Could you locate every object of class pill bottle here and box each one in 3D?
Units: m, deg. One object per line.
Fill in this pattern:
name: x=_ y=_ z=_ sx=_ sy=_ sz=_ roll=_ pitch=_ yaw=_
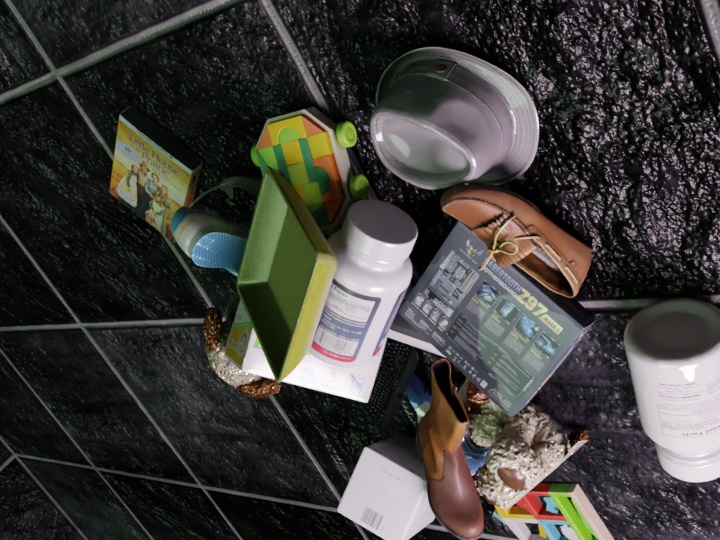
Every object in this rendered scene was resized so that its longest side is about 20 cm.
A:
pill bottle: x=0.372 y=0.141 z=1.039 sx=0.114 sy=0.114 sz=0.201 roll=7 pitch=131 yaw=37
pill bottle: x=-0.001 y=0.015 z=1.158 sx=0.119 sy=0.120 sz=0.200 roll=32 pitch=127 yaw=12

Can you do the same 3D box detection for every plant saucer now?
plant saucer: x=-0.090 y=0.003 z=1.149 sx=0.200 sy=0.048 sz=0.200 roll=59 pitch=140 yaw=45

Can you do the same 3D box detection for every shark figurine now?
shark figurine: x=-0.142 y=-0.090 z=1.288 sx=0.214 sy=0.090 sz=0.128 roll=28 pitch=140 yaw=14

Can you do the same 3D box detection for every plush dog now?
plush dog: x=-0.170 y=0.100 z=1.415 sx=0.160 sy=0.172 sz=0.200 roll=-19 pitch=114 yaw=48
plush dog: x=0.205 y=0.212 z=1.261 sx=0.172 sy=0.160 sz=0.200 roll=50 pitch=164 yaw=18

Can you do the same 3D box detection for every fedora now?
fedora: x=0.089 y=-0.151 z=1.014 sx=0.199 sy=0.090 sz=0.177 roll=26 pitch=141 yaw=19

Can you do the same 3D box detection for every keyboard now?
keyboard: x=0.030 y=0.153 z=1.367 sx=0.104 sy=0.039 sz=0.200 roll=61 pitch=147 yaw=36

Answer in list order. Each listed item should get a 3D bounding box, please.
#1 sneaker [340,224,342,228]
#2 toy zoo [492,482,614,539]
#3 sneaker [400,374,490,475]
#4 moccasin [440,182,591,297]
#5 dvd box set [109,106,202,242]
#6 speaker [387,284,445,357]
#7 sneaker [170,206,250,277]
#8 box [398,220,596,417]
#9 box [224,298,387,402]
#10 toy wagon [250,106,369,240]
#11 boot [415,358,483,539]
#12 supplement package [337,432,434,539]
sneaker: x=0.000 y=0.000 z=1.261 sx=0.086 sy=0.078 sz=0.200 roll=-2 pitch=126 yaw=38
toy zoo: x=0.287 y=0.388 z=1.441 sx=0.200 sy=0.020 sz=0.131 roll=-13 pitch=118 yaw=47
sneaker: x=0.125 y=0.224 z=1.394 sx=0.077 sy=0.076 sz=0.200 roll=-37 pitch=91 yaw=15
moccasin: x=0.172 y=-0.032 z=1.021 sx=0.201 sy=0.078 sz=0.074 roll=32 pitch=152 yaw=-28
dvd box set: x=-0.327 y=-0.146 z=1.439 sx=0.146 sy=0.029 sz=0.200 roll=38 pitch=144 yaw=5
speaker: x=0.124 y=0.079 z=1.227 sx=0.199 sy=0.081 sz=0.081 roll=18 pitch=138 yaw=28
sneaker: x=-0.181 y=-0.039 z=1.269 sx=0.081 sy=0.077 sz=0.200 roll=44 pitch=-172 yaw=30
box: x=0.162 y=0.055 z=1.117 sx=0.200 sy=0.051 sz=0.158 roll=42 pitch=122 yaw=18
box: x=-0.081 y=0.111 z=1.320 sx=0.199 sy=0.102 sz=0.112 roll=17 pitch=179 yaw=-21
toy wagon: x=-0.063 y=-0.107 z=1.185 sx=0.155 sy=0.040 sz=0.201 roll=-8 pitch=102 yaw=35
boot: x=0.133 y=0.246 z=1.233 sx=0.068 sy=0.189 sz=0.200 roll=-6 pitch=143 yaw=-10
supplement package: x=0.065 y=0.338 z=1.427 sx=0.113 sy=0.110 sz=0.200 roll=26 pitch=-174 yaw=20
